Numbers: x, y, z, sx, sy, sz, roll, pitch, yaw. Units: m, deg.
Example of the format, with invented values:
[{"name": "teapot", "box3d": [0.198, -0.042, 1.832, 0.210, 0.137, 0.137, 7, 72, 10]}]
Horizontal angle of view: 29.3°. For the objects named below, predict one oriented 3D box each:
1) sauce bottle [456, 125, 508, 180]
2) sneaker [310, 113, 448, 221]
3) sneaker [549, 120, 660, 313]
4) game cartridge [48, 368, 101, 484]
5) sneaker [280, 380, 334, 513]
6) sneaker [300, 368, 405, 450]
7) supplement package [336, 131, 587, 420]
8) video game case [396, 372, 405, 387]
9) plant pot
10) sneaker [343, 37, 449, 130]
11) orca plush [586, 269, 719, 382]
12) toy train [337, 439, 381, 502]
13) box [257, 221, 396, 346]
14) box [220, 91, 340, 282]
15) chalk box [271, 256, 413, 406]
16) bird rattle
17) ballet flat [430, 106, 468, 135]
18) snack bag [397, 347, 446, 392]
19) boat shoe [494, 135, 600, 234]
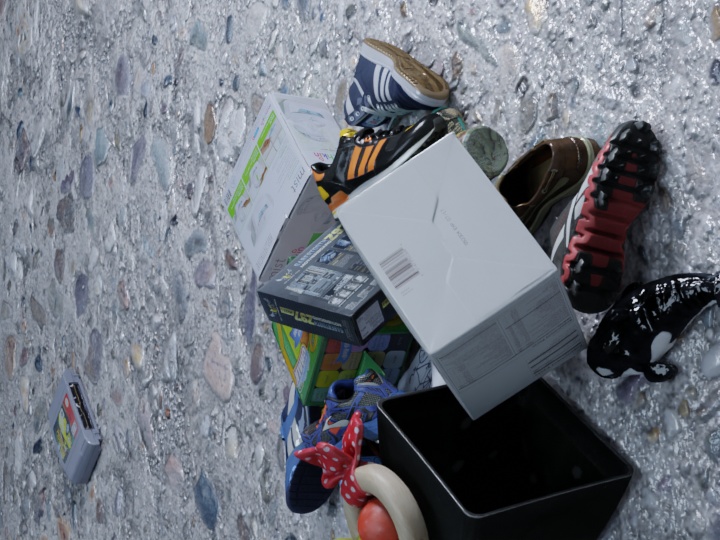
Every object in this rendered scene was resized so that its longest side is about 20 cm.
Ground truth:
[{"name": "sauce bottle", "box3d": [0.092, -0.105, 1.575, 0.200, 0.065, 0.065, -29, 64, 57]}, {"name": "sneaker", "box3d": [0.014, -0.142, 1.637, 0.200, 0.070, 0.090, -39, 84, 38]}, {"name": "sneaker", "box3d": [0.241, -0.059, 1.400, 0.098, 0.071, 0.201, -150, 76, -71]}, {"name": "game cartridge", "box3d": [-0.553, 0.305, 2.651, 0.200, 0.041, 0.133, 59, 139, 40]}, {"name": "sneaker", "box3d": [-0.070, 0.230, 1.873, 0.082, 0.074, 0.200, 5, 85, 59]}, {"name": "sneaker", "box3d": [-0.013, 0.164, 1.623, 0.078, 0.075, 0.200, 51, 139, -4]}, {"name": "supplement package", "box3d": [0.105, 0.011, 1.382, 0.147, 0.200, 0.191, -33, 60, 1]}, {"name": "video game case", "box3d": [0.089, 0.223, 1.671, 0.200, 0.018, 0.143, 28, 111, 54]}, {"name": "plant pot", "box3d": [0.138, 0.243, 1.453, 0.200, 0.200, 0.178, 47, 140, 47]}, {"name": "sneaker", "box3d": [0.041, -0.211, 1.722, 0.200, 0.070, 0.109, 50, 124, 55]}, {"name": "orca plush", "box3d": [0.277, 0.055, 1.340, 0.200, 0.071, 0.105, -22, 70, 55]}, {"name": "toy train", "box3d": [0.035, 0.271, 1.629, 0.200, 0.114, 0.087, 48, 126, 47]}, {"name": "box", "box3d": [0.000, 0.000, 1.639, 0.158, 0.200, 0.051, 14, 134, 41]}, {"name": "box", "box3d": [-0.098, -0.113, 1.910, 0.200, 0.097, 0.177, -62, 42, 34]}, {"name": "chalk box", "box3d": [-0.019, 0.089, 1.720, 0.200, 0.124, 0.125, -117, 35, -48]}, {"name": "bird rattle", "box3d": [0.020, 0.251, 1.425, 0.163, 0.113, 0.200, 12, 108, 54]}, {"name": "ballet flat", "box3d": [0.070, -0.115, 1.685, 0.200, 0.068, 0.075, -47, 63, 42]}, {"name": "snack bag", "box3d": [0.086, 0.111, 1.598, 0.189, 0.021, 0.200, -90, 25, -59]}, {"name": "boat shoe", "box3d": [0.174, -0.089, 1.506, 0.202, 0.075, 0.075, -45, 52, 47]}]
